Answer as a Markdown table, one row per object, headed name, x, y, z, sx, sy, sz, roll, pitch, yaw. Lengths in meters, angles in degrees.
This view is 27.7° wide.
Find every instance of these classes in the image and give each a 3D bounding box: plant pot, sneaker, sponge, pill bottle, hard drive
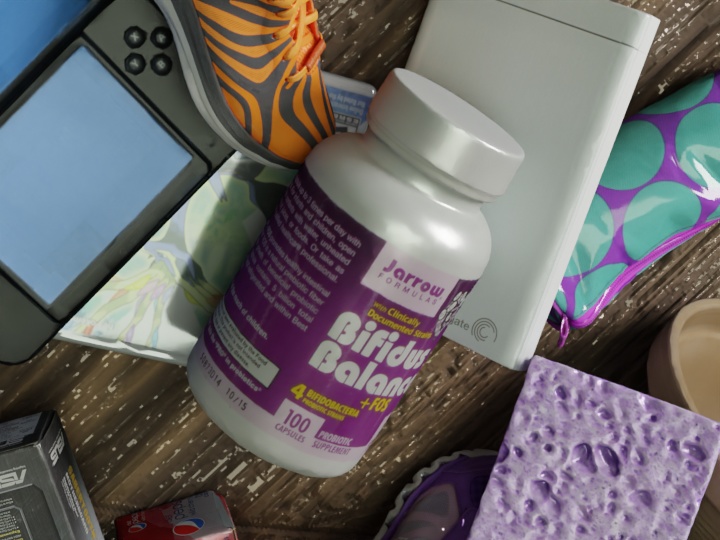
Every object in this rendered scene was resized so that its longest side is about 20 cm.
| name | x | y | z | sx | sy | sz | roll | pitch | yaw |
| --- | --- | --- | --- | --- | --- | --- | --- | --- | --- |
| plant pot | 0.239 | 0.121 | 0.879 | 0.199 | 0.202 | 0.093 | 26 | 126 | -19 |
| sneaker | -0.036 | -0.129 | 0.721 | 0.111 | 0.078 | 0.201 | -4 | 139 | 29 |
| sponge | 0.111 | 0.158 | 0.784 | 0.110 | 0.030 | 0.202 | 20 | 92 | 9 |
| pill bottle | 0.000 | 0.000 | 0.771 | 0.111 | 0.113 | 0.201 | 26 | 107 | -19 |
| hard drive | 0.070 | -0.064 | 0.812 | 0.027 | 0.131 | 0.202 | 4 | 108 | -58 |
| sneaker | 0.038 | 0.183 | 0.857 | 0.199 | 0.088 | 0.081 | -35 | 113 | -28 |

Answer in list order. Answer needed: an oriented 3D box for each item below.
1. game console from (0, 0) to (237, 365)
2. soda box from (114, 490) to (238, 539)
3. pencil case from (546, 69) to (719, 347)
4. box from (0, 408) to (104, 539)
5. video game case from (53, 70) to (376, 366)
| name | x | y | z | sx | sy | sz | roll | pitch | yaw |
| --- | --- | --- | --- | --- | --- | --- | --- | --- | --- |
| game console | -0.168 | -0.060 | 0.728 | 0.200 | 0.116 | 0.176 | -44 | 109 | 1 |
| soda box | -0.090 | 0.240 | 0.875 | 0.069 | 0.063 | 0.202 | -15 | 106 | -9 |
| pencil case | 0.176 | -0.045 | 0.855 | 0.199 | 0.085 | 0.093 | -31 | 71 | -3 |
| box | -0.240 | 0.180 | 0.809 | 0.198 | 0.048 | 0.160 | -16 | 108 | 3 |
| video game case | -0.107 | -0.040 | 0.820 | 0.198 | 0.022 | 0.185 | 13 | 101 | -17 |
